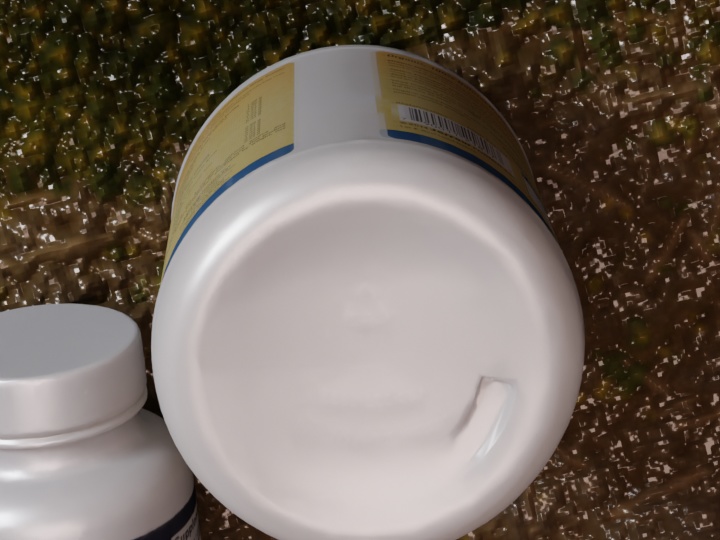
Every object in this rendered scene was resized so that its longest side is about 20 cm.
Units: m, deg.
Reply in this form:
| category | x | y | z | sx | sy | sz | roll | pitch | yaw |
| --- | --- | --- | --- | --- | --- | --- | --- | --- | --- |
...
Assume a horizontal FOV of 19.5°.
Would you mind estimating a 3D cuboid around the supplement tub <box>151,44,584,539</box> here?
| category | x | y | z | sx | sy | sz | roll | pitch | yaw |
| --- | --- | --- | --- | --- | --- | --- | --- | --- | --- |
| supplement tub | 0.000 | 0.000 | 0.764 | 0.144 | 0.200 | 0.145 | -1 | 109 | -1 |

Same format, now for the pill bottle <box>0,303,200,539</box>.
| category | x | y | z | sx | sy | sz | roll | pitch | yaw |
| --- | --- | --- | --- | --- | --- | --- | --- | --- | --- |
| pill bottle | -0.119 | 0.121 | 0.849 | 0.110 | 0.111 | 0.201 | -5 | 109 | -1 |
